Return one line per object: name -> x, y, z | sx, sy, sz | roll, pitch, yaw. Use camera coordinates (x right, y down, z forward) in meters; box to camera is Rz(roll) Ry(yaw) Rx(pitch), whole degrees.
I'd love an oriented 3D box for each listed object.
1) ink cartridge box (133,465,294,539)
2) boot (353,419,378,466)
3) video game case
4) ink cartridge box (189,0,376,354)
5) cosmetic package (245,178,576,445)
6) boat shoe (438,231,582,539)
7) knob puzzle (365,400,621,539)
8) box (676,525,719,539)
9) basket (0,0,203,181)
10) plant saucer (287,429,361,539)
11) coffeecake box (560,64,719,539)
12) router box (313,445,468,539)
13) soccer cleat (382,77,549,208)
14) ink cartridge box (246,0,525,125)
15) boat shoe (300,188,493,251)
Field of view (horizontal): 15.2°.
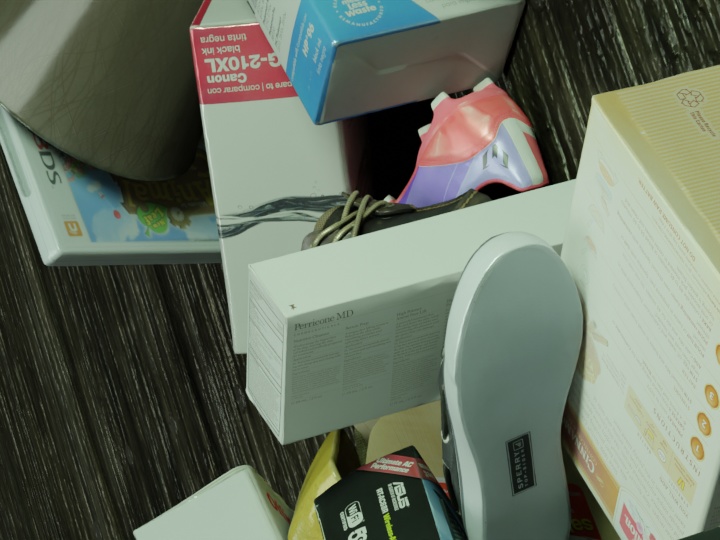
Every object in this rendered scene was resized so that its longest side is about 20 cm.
ink cartridge box -> -0.043, 0.235, 1.587 | 0.201, 0.083, 0.145 | 63, -177, 30
boot -> 0.055, 0.098, 1.548 | 0.156, 0.072, 0.201 | -124, 26, -44
video game case -> -0.157, -0.088, 1.796 | 0.022, 0.199, 0.183 | -37, 66, 37
ink cartridge box -> -0.040, -0.068, 1.583 | 0.145, 0.084, 0.201 | -77, -18, -69
cosmetic package -> 0.042, 0.016, 1.344 | 0.051, 0.199, 0.083 | 53, 149, 43
boat shoe -> 0.066, 0.058, 1.309 | 0.066, 0.070, 0.201 | 49, 155, 49
knob puzzle -> 0.083, 0.127, 1.422 | 0.219, 0.030, 0.221 | 24, 135, 26
box -> 0.206, 0.168, 1.034 | 0.125, 0.199, 0.149 | 55, 151, 39
basket -> -0.135, -0.184, 1.690 | 0.180, 0.136, 0.200 | 36, 125, -1
plant saucer -> 0.012, 0.198, 1.589 | 0.201, 0.048, 0.200 | 62, -178, -2
coffeecake box -> 0.155, 0.035, 1.247 | 0.201, 0.073, 0.154 | 98, 150, -45
router box -> 0.058, 0.206, 1.346 | 0.200, 0.062, 0.150 | 56, -171, -29
soccer cleat -> 0.052, -0.022, 1.487 | 0.077, 0.066, 0.200 | 59, 151, 25
ink cartridge box -> -0.009, -0.183, 1.459 | 0.201, 0.115, 0.068 | 61, 154, 31
boat shoe -> 0.000, 0.000, 1.449 | 0.073, 0.075, 0.200 | 47, 140, -7
